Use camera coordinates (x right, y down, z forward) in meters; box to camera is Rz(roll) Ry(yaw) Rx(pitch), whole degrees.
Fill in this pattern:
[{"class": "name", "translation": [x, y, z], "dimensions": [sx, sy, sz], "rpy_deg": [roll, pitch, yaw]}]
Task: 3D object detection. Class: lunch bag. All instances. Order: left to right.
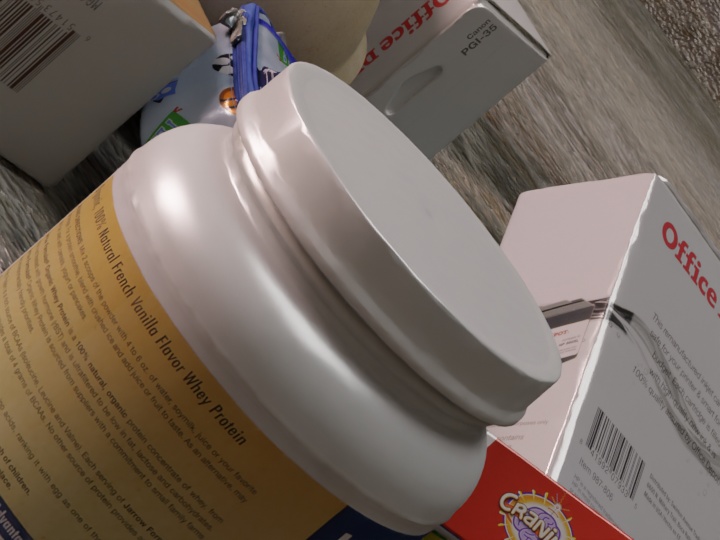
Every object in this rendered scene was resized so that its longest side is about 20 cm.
[{"class": "lunch bag", "translation": [-0.034, -0.023, 1.221], "dimensions": [0.160, 0.075, 0.200], "rpy_deg": [-91, 157, -64]}]

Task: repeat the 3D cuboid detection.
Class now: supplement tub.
[{"class": "supplement tub", "translation": [-0.053, 0.047, 0.801], "dimensions": [0.144, 0.200, 0.144], "rpy_deg": [46, 15, -16]}]

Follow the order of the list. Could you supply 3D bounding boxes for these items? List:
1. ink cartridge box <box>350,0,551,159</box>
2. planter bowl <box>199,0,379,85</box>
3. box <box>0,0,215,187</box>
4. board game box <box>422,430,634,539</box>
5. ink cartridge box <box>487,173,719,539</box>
[{"class": "ink cartridge box", "translation": [0.009, -0.164, 1.657], "dimensions": [0.083, 0.146, 0.200], "rpy_deg": [35, 21, -45]}, {"class": "planter bowl", "translation": [-0.068, -0.153, 1.354], "dimensions": [0.200, 0.200, 0.135], "rpy_deg": [-110, -178, -55]}, {"class": "box", "translation": [-0.172, -0.163, 1.177], "dimensions": [0.152, 0.106, 0.200], "rpy_deg": [36, 20, -43]}, {"class": "board game box", "translation": [0.029, 0.095, 1.045], "dimensions": [0.200, 0.040, 0.153], "rpy_deg": [37, -16, -7]}, {"class": "ink cartridge box", "translation": [0.111, 0.077, 1.232], "dimensions": [0.145, 0.084, 0.200], "rpy_deg": [51, 48, -35]}]
